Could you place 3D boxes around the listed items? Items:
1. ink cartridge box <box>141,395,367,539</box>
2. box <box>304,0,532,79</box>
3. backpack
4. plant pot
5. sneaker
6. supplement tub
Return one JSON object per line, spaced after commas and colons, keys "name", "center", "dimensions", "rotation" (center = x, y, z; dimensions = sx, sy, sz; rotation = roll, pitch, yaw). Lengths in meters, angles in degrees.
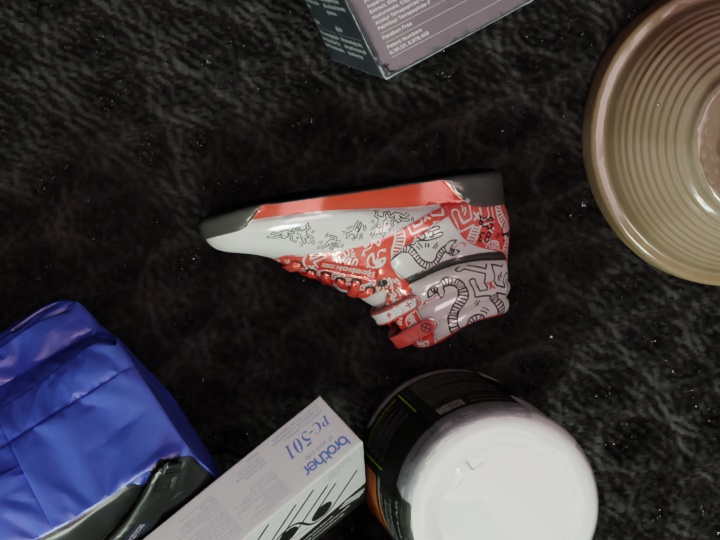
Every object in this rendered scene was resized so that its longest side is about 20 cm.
{"name": "ink cartridge box", "center": [-0.084, 0.169, 1.537], "dimensions": [0.200, 0.094, 0.044], "rotation": [-39, 68, -15]}
{"name": "box", "center": [0.002, -0.223, 1.530], "dimensions": [0.104, 0.200, 0.183], "rotation": [-29, 102, -5]}
{"name": "backpack", "center": [-0.202, 0.132, 1.558], "dimensions": [0.200, 0.163, 0.168], "rotation": [-35, 64, -1]}
{"name": "plant pot", "center": [0.251, -0.086, 1.652], "dimensions": [0.200, 0.093, 0.202], "rotation": [-2, 98, -11]}
{"name": "sneaker", "center": [0.001, 0.000, 1.626], "dimensions": [0.200, 0.067, 0.108], "rotation": [-8, 96, -12]}
{"name": "supplement tub", "center": [0.067, 0.129, 1.587], "dimensions": [0.122, 0.200, 0.123], "rotation": [-1, 98, -10]}
